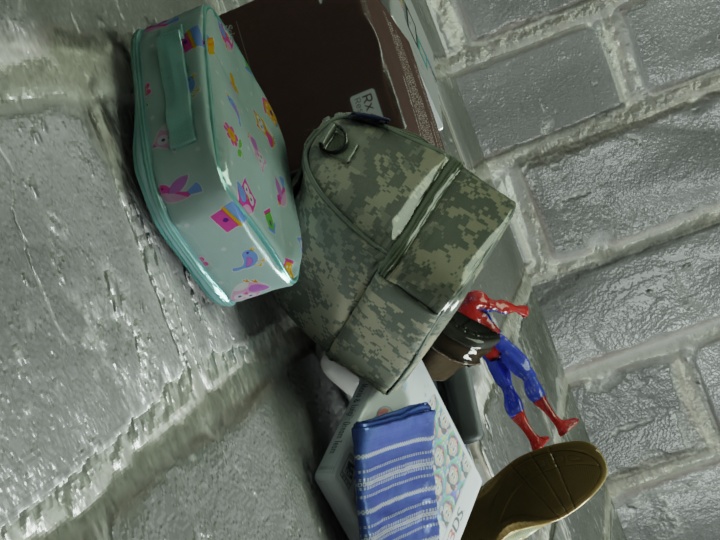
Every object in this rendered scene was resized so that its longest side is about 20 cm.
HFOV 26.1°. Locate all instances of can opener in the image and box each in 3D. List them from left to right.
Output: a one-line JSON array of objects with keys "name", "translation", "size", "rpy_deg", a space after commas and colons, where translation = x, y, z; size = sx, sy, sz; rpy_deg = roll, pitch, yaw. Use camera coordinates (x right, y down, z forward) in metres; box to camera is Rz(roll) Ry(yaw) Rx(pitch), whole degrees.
[{"name": "can opener", "translation": [0.081, 0.085, 1.629], "size": [0.053, 0.066, 0.202], "rpy_deg": [175, -101, -80]}]

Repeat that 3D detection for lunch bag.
[{"name": "lunch bag", "translation": [-0.111, -0.089, 1.141], "size": [0.161, 0.076, 0.201], "rpy_deg": [54, 19, -49]}, {"name": "lunch bag", "translation": [0.009, -0.022, 1.250], "size": [0.140, 0.167, 0.200], "rpy_deg": [-57, 180, -32]}]

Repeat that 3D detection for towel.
[{"name": "towel", "translation": [0.036, 0.215, 1.278], "size": [0.145, 0.024, 0.202], "rpy_deg": [-3, 88, -65]}]

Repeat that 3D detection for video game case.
[{"name": "video game case", "translation": [0.039, 0.181, 1.346], "size": [0.201, 0.024, 0.183], "rpy_deg": [63, 37, -31]}]

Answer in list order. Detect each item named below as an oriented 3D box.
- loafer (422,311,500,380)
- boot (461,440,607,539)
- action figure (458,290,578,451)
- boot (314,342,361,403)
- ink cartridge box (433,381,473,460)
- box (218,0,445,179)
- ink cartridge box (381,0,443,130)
[{"name": "loafer", "translation": [0.079, 0.073, 1.431], "size": [0.073, 0.072, 0.200], "rpy_deg": [29, -1, 0]}, {"name": "boot", "translation": [0.163, 0.233, 1.582], "size": [0.072, 0.199, 0.155], "rpy_deg": [58, 9, 9]}, {"name": "action figure", "translation": [0.150, 0.077, 1.583], "size": [0.201, 0.065, 0.099], "rpy_deg": [54, 33, 1]}, {"name": "boot", "translation": [0.012, 0.086, 1.431], "size": [0.201, 0.072, 0.091], "rpy_deg": [61, 12, -47]}, {"name": "ink cartridge box", "translation": [0.077, 0.167, 1.689], "size": [0.200, 0.039, 0.100], "rpy_deg": [39, 33, -68]}, {"name": "box", "translation": [-0.031, -0.140, 1.383], "size": [0.200, 0.163, 0.167], "rpy_deg": [38, 34, -69]}, {"name": "ink cartridge box", "translation": [-0.005, -0.232, 1.713], "size": [0.201, 0.146, 0.147], "rpy_deg": [-93, 158, -59]}]
